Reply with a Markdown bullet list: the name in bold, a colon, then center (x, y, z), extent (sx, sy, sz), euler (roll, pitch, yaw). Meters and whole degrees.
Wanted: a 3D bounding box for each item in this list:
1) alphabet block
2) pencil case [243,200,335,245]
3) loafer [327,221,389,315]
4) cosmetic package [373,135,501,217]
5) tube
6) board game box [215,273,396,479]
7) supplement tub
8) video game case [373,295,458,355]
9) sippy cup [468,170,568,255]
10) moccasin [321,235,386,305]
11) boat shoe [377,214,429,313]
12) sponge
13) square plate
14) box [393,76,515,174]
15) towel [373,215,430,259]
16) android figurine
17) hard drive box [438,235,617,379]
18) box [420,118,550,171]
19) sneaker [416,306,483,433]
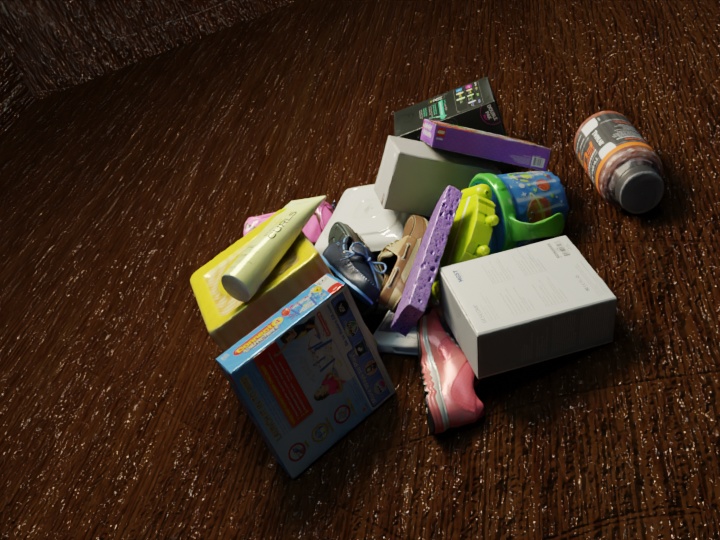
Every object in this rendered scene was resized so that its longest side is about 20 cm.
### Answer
- **alphabet block**: center (-0.120, 0.064, 1.272), extent (0.195, 0.202, 0.195), euler (-36, 31, -4)
- **pencil case**: center (-0.140, -0.080, 1.617), extent (0.195, 0.095, 0.092), euler (-13, 33, 22)
- **loafer**: center (0.000, 0.000, 1.393), extent (0.072, 0.062, 0.202), euler (-57, 40, 33)
- **cosmetic package**: center (0.131, -0.153, 1.422), extent (0.195, 0.109, 0.091), euler (11, 26, -16)
- **tube**: center (-0.126, -0.042, 1.186), extent (0.057, 0.052, 0.201), euler (28, 54, 11)
- **board game box**: center (-0.069, 0.145, 1.135), extent (0.194, 0.203, 0.056), euler (-36, 32, -18)
- **supplement tub**: center (0.417, -0.171, 1.326), extent (0.105, 0.108, 0.202), euler (-20, 31, 9)
- **video game case**: center (0.129, 0.056, 1.290), extent (0.179, 0.023, 0.201), euler (1, 41, 37)
- **sippy cup**: center (0.255, -0.098, 1.320), extent (0.127, 0.141, 0.181), euler (-15, 59, -17)
- **moccasin**: center (-0.012, -0.013, 1.278), extent (0.068, 0.081, 0.200), euler (-43, 31, -1)
- **boat shoe**: center (0.067, -0.016, 1.309), extent (0.203, 0.072, 0.076), euler (-79, 14, -45)
- **sponge**: center (0.097, -0.014, 1.204), extent (0.029, 0.112, 0.204), euler (22, 65, -1)
- **square plate**: center (0.020, -0.104, 1.503), extent (0.194, 0.029, 0.202), euler (-6, 39, 30)
- **box**: center (0.177, -0.247, 1.572), extent (0.195, 0.151, 0.125), euler (-18, 31, 12)
- **towel**: center (0.033, -0.064, 1.510), extent (0.197, 0.049, 0.112), euler (11, 48, 44)
- **android figurine**: center (0.153, -0.045, 1.258), extent (0.199, 0.040, 0.186), euler (163, 126, -71)
- **hard drive box**: center (0.222, 0.045, 1.126), extent (0.195, 0.078, 0.157), euler (-13, 36, -8)
- **box**: center (0.205, -0.212, 1.386), extent (0.195, 0.040, 0.137), euler (11, 12, -7)
- **sneaker**: center (0.124, 0.135, 1.142), extent (0.084, 0.075, 0.203), euler (-6, 46, 1)
